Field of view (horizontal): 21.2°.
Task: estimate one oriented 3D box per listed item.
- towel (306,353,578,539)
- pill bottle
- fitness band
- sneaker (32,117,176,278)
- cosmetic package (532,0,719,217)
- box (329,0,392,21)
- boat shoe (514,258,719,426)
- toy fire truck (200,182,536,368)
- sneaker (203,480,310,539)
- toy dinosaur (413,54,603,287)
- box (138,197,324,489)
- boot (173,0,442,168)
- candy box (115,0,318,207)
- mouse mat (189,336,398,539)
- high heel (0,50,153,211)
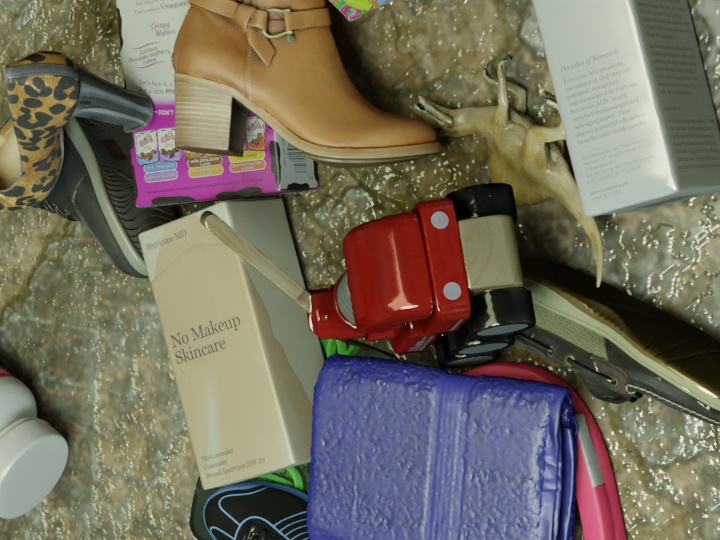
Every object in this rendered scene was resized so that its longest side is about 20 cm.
[{"bbox_3d":[0.058,0.140,1.353,0.199,0.049,0.149,7,96,29],"label":"towel"},{"bbox_3d":[-0.338,0.116,1.588,0.200,0.111,0.111,34,110,24],"label":"pill bottle"},{"bbox_3d":[0.113,0.165,1.370,0.143,0.037,0.201,-15,85,33],"label":"fitness band"},{"bbox_3d":[-0.222,-0.057,1.534,0.106,0.075,0.201,-43,63,30],"label":"sneaker"},{"bbox_3d":[0.174,-0.142,1.270,0.071,0.101,0.201,-15,85,31],"label":"cosmetic package"},{"bbox_3d":[0.042,-0.306,1.275,0.199,0.122,0.193,-23,45,30],"label":"box"},{"bbox_3d":[0.178,0.058,1.305,0.200,0.073,0.065,34,120,37],"label":"boat shoe"},{"bbox_3d":[0.000,0.000,1.303,0.199,0.176,0.130,-7,79,-10],"label":"toy fire truck"},{"bbox_3d":[-0.046,0.215,1.434,0.199,0.078,0.071,22,105,27],"label":"sneaker"},{"bbox_3d":[0.126,-0.084,1.340,0.200,0.058,0.102,42,128,30],"label":"toy dinosaur"},{"bbox_3d":[-0.088,0.054,1.447,0.095,0.078,0.201,-20,82,31],"label":"box"},{"bbox_3d":[-0.034,-0.155,1.373,0.199,0.077,0.156,6,88,10],"label":"boot"},{"bbox_3d":[-0.111,-0.153,1.461,0.136,0.061,0.201,-4,92,30],"label":"candy box"},{"bbox_3d":[-0.052,0.140,1.481,0.160,0.008,0.201,18,102,28],"label":"mouse mat"},{"bbox_3d":[-0.271,-0.103,1.436,0.199,0.142,0.072,-25,68,26],"label":"high heel"}]
